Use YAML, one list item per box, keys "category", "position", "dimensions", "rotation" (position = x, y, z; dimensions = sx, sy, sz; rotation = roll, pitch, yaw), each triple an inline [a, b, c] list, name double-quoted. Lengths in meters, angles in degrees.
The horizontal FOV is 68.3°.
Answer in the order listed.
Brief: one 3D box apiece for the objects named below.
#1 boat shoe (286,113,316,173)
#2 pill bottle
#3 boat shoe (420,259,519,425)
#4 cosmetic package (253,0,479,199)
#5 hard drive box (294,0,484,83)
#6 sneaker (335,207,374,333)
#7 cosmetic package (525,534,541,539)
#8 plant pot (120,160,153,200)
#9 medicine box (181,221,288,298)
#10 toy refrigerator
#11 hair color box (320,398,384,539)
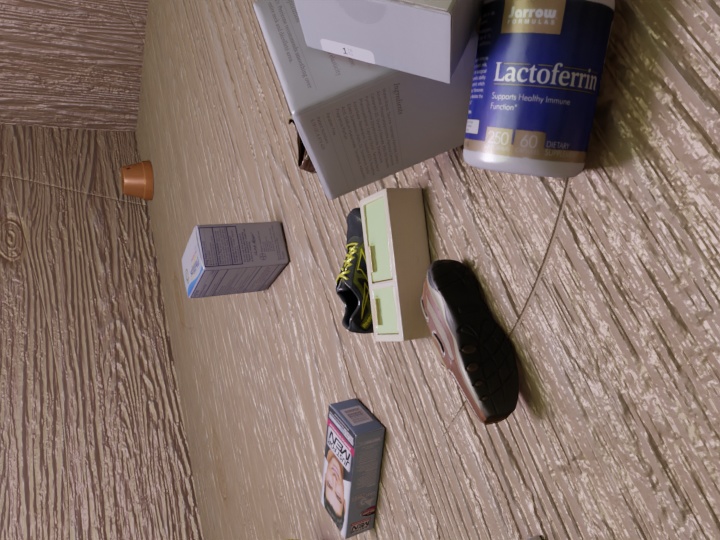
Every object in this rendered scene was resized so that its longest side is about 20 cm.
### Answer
- category: "boat shoe"
  position: [-0.095, -0.279, 0.959]
  dimensions: [0.074, 0.073, 0.208]
  rotation: [-21, 75, 59]
- category: "pill bottle"
  position: [0.161, -0.194, 0.480]
  dimensions: [0.115, 0.113, 0.206]
  rotation: [28, 118, 55]
- category: "boat shoe"
  position: [0.124, 0.085, 0.634]
  dimensions: [0.074, 0.074, 0.204]
  rotation: [116, 147, -49]
- category: "cosmetic package"
  position: [0.012, -0.222, 0.602]
  dimensions: [0.167, 0.196, 0.171]
  rotation: [65, -176, -65]
- category: "hard drive box"
  position: [0.049, -0.294, 0.491]
  dimensions: [0.203, 0.153, 0.077]
  rotation: [-63, -18, -18]
- category: "sneaker"
  position: [0.000, 0.000, 0.819]
  dimensions: [0.074, 0.083, 0.205]
  rotation: [-28, 69, 57]
- category: "cosmetic package"
  position: [0.136, 0.371, 0.514]
  dimensions: [0.153, 0.196, 0.052]
  rotation: [64, 144, 31]
- category: "plant pot"
  position: [-1.163, -0.467, 2.755]
  dimensions: [0.199, 0.137, 0.206]
  rotation: [13, 105, 58]
- category: "medicine box"
  position: [-0.289, -0.023, 1.210]
  dimensions: [0.182, 0.196, 0.105]
  rotation: [-40, 60, 54]
- category: "toy refrigerator"
  position: [0.050, -0.006, 0.745]
  dimensions: [0.075, 0.068, 0.206]
  rotation: [-11, 84, 59]
- category: "hair color box"
  position: [-0.017, 0.340, 0.917]
  dimensions: [0.099, 0.059, 0.205]
  rotation: [31, 121, 55]
